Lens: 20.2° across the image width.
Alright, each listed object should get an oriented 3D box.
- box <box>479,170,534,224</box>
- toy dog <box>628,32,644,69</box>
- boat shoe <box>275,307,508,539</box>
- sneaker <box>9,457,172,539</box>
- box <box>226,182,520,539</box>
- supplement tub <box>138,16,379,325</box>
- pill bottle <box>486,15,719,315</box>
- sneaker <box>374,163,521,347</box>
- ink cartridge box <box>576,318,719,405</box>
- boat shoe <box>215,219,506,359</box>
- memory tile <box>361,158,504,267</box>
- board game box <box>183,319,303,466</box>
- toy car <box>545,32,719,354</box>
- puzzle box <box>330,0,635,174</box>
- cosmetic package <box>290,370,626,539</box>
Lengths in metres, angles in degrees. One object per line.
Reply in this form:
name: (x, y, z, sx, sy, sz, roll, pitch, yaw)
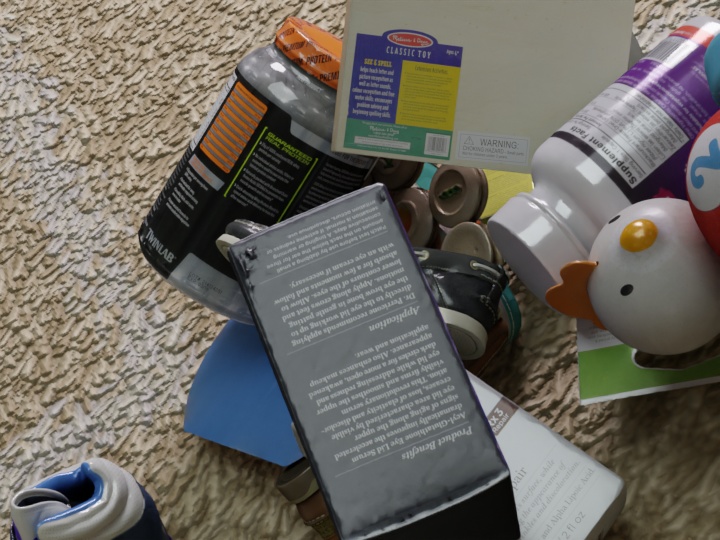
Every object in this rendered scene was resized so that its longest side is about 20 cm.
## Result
box: (0.128, -0.096, 1.527, 0.050, 0.075, 0.201, -20, 41, 26)
toy dog: (0.161, -0.146, 1.474, 0.096, 0.132, 0.201, -25, 84, -20)
boat shoe: (0.034, 0.106, 1.397, 0.200, 0.068, 0.072, -42, 9, -9)
sneaker: (-0.226, 0.210, 1.373, 0.200, 0.147, 0.081, -38, 43, -10)
box: (0.010, 0.075, 1.208, 0.104, 0.148, 0.201, -23, 69, -2)
supplement tub: (-0.063, -0.072, 1.451, 0.200, 0.122, 0.123, -57, 42, 14)
pill bottle: (0.183, -0.065, 1.333, 0.200, 0.112, 0.111, -40, 44, -8)
sneaker: (0.071, -0.023, 1.493, 0.080, 0.072, 0.200, -11, 51, -34)
ink cartridge box: (0.222, 0.014, 1.379, 0.147, 0.076, 0.201, -11, 51, 18)
boat shoe: (0.000, 0.000, 1.371, 0.199, 0.072, 0.068, 16, 68, 14)
memory tile: (0.018, -0.027, 1.468, 0.200, 0.017, 0.154, -28, 66, 41)
board game box: (-0.038, 0.073, 1.458, 0.200, 0.039, 0.158, 12, 63, 52)
toy car: (0.199, -0.014, 1.207, 0.199, 0.177, 0.185, -20, 54, 16)
puzzle box: (0.084, -0.136, 1.383, 0.199, 0.134, 0.025, 6, 4, -9)
cosmetic package: (0.062, 0.126, 1.298, 0.200, 0.074, 0.102, 34, 76, 16)
